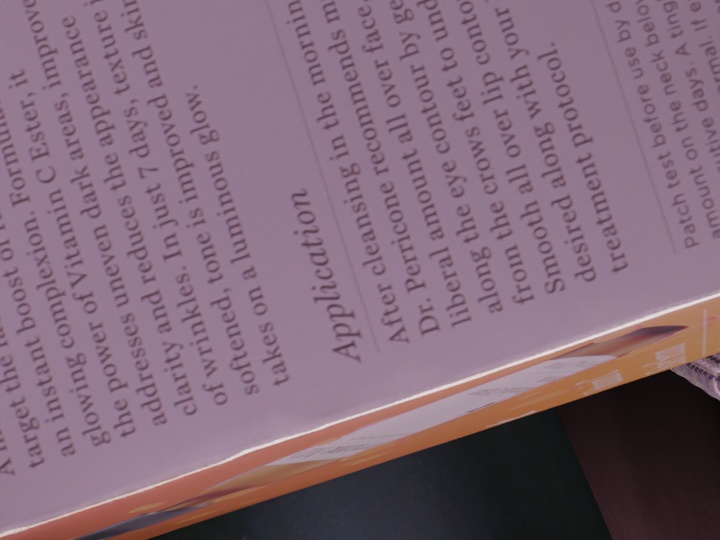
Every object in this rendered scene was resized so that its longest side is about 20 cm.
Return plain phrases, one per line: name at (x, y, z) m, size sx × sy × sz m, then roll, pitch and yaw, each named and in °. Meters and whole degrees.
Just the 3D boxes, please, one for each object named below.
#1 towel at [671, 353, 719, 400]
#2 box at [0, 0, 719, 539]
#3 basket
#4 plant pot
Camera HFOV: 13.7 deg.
towel at (0.167, -0.015, 1.056) m, size 0.200 × 0.035 × 0.193 m, roll -11°, pitch -158°, yaw -19°
box at (-0.012, -0.015, 0.599) m, size 0.200 × 0.107 × 0.152 m, roll -19°, pitch 174°, yaw 5°
basket at (0.139, 0.079, 1.389) m, size 0.136 × 0.200 × 0.180 m, roll -16°, pitch 173°, yaw -7°
plant pot at (-0.006, 0.083, 1.035) m, size 0.200 × 0.197 × 0.200 m, roll -18°, pitch 174°, yaw -2°
